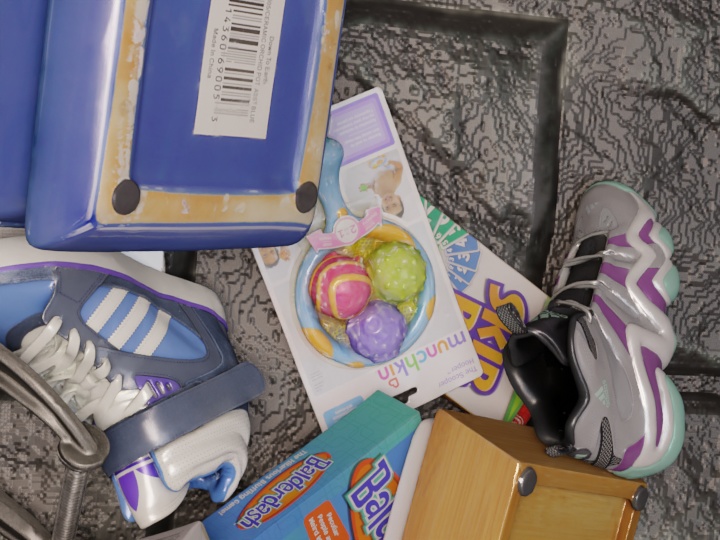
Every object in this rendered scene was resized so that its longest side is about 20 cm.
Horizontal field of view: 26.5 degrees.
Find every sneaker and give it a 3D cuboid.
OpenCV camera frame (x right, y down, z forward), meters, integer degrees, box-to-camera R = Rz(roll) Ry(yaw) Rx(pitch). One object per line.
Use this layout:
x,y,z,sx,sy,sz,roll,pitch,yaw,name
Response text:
0.135,0.025,0.966,0.139,0.078,0.202,14,60,-37,sneaker
-0.144,0.070,0.870,0.199,0.080,0.148,16,51,-42,sneaker

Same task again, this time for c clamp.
-0.182,0.121,0.870,0.170,0.201,0.027,34,50,17,c clamp

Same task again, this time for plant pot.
-0.119,-0.110,0.766,0.199,0.179,0.202,-1,104,-46,plant pot

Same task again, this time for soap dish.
0.098,0.179,0.964,0.199,0.081,0.159,17,88,-51,soap dish

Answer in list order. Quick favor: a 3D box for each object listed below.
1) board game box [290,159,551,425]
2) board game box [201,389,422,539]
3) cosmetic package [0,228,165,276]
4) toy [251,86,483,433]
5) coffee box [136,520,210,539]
0.055,0.024,1.011,0.199,0.030,0.096,37,83,-19,board game box
-0.031,0.191,0.935,0.199,0.045,0.153,-35,126,-28,board game box
-0.214,-0.074,0.902,0.198,0.052,0.152,1,96,-18,cosmetic package
0.000,0.000,0.953,0.114,0.047,0.202,-23,100,-12,toy
-0.161,0.223,0.821,0.199,0.080,0.114,-19,101,20,coffee box
